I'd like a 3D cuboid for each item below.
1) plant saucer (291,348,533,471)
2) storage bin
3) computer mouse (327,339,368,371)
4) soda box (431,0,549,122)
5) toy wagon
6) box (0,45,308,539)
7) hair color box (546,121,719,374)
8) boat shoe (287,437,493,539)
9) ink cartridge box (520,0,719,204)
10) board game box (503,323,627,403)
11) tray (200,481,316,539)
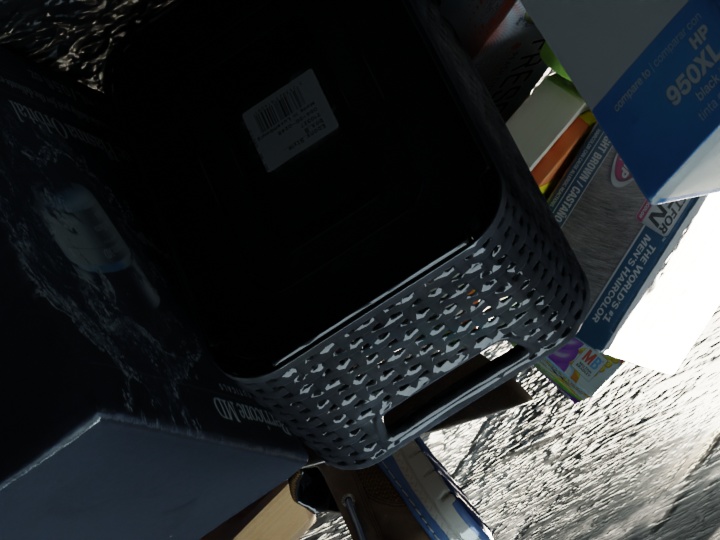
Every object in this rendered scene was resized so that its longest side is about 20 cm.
[{"bbox_3d":[-0.021,0.071,1.235,0.200,0.035,0.200,-15,179,0],"label":"plant saucer"},{"bbox_3d":[-0.009,-0.037,1.114,0.135,0.200,0.094,-33,142,10],"label":"storage bin"},{"bbox_3d":[0.000,0.000,1.269,0.140,0.046,0.200,-48,167,19],"label":"computer mouse"},{"bbox_3d":[0.047,-0.110,1.235,0.063,0.068,0.200,-16,157,-35],"label":"soda box"},{"bbox_3d":[0.092,-0.044,1.244,0.200,0.040,0.155,-24,147,-60],"label":"toy wagon"},{"bbox_3d":[-0.145,0.017,1.085,0.117,0.200,0.197,-34,161,14],"label":"box"},{"bbox_3d":[0.132,-0.012,1.244,0.100,0.060,0.200,-58,165,4],"label":"hair color box"},{"bbox_3d":[-0.012,0.088,1.375,0.072,0.200,0.072,-38,136,1],"label":"boat shoe"},{"bbox_3d":[0.135,-0.137,1.097,0.144,0.200,0.084,-12,152,-42],"label":"ink cartridge box"},{"bbox_3d":[0.118,0.000,1.452,0.103,0.105,0.200,-47,175,-1],"label":"board game box"},{"bbox_3d":[-0.134,0.147,1.468,0.200,0.037,0.099,-3,-156,32],"label":"tray"}]
